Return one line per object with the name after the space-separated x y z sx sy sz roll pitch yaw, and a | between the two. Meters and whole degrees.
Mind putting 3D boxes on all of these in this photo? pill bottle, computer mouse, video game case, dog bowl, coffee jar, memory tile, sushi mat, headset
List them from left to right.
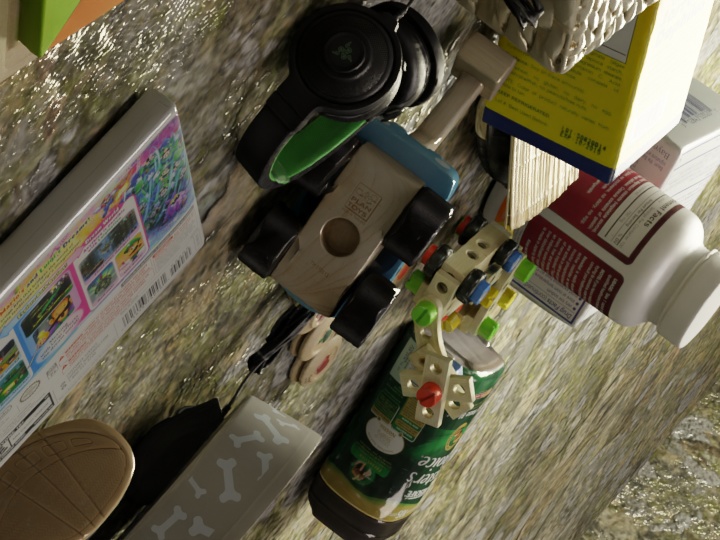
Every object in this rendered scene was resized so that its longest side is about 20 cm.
-0.162 0.014 1.290 0.200 0.024 0.182 -48 164 -16 | video game case
-0.113 0.168 1.628 0.200 0.059 0.200 -48 -179 1 | dog bowl
-0.096 0.081 1.620 0.200 0.034 0.059 -49 180 -28 | computer mouse
0.000 0.000 1.764 0.153 0.017 0.200 -48 164 -19 | memory tile
0.014 -0.114 1.399 0.200 0.094 0.123 -47 169 21 | headset
0.037 0.141 2.060 0.200 0.085 0.104 -58 164 19 | coffee jar
0.140 -0.132 1.780 0.096 0.012 0.200 -38 140 -43 | sushi mat
0.210 -0.026 1.984 0.113 0.200 0.113 -48 165 -18 | pill bottle

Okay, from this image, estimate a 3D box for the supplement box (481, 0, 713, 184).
0.172 -0.182 1.640 0.109 0.109 0.200 -39 150 -45 | supplement box

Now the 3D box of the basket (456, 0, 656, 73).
0.122 -0.228 1.393 0.123 0.135 0.200 -45 163 -22 | basket

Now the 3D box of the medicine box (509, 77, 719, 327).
0.230 -0.072 2.136 0.200 0.103 0.182 -60 164 25 | medicine box

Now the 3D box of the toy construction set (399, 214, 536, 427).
0.076 0.029 1.912 0.131 0.092 0.200 -61 -178 36 | toy construction set

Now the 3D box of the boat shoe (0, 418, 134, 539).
-0.213 0.164 1.395 0.200 0.072 0.065 -47 176 -33 | boat shoe

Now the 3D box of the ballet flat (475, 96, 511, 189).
0.116 -0.101 1.854 0.066 0.057 0.200 -42 158 -1 | ballet flat

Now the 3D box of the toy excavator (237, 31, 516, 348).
0.022 -0.065 1.571 0.195 0.100 0.200 -55 178 15 | toy excavator

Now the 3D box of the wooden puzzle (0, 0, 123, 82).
-0.095 -0.176 1.037 0.200 0.037 0.185 -44 162 -32 | wooden puzzle
